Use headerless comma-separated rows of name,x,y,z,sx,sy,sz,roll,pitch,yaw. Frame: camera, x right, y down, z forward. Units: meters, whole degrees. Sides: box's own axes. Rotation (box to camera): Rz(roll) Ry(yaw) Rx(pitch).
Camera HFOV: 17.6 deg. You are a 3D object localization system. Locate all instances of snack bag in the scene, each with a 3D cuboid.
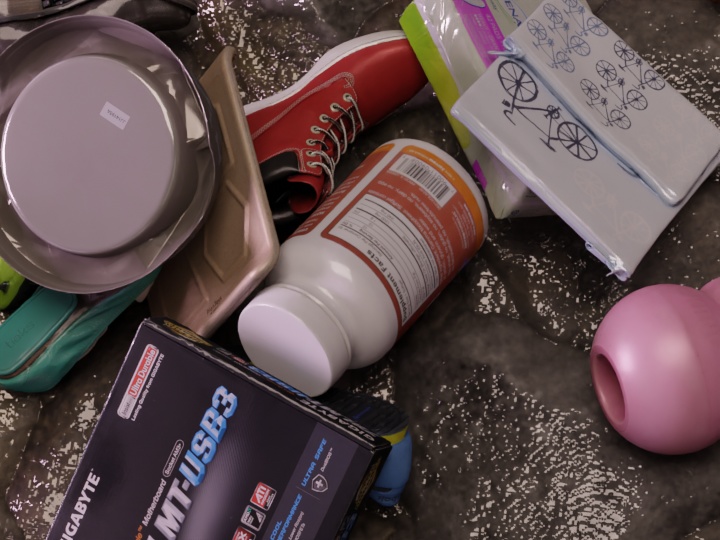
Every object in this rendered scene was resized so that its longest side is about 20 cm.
snack bag,0.172,-0.108,1.735,0.189,0.021,0.200,44,45,0

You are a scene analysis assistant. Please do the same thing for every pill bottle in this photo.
pill bottle,0.000,0.000,1.720,0.112,0.113,0.200,31,52,17

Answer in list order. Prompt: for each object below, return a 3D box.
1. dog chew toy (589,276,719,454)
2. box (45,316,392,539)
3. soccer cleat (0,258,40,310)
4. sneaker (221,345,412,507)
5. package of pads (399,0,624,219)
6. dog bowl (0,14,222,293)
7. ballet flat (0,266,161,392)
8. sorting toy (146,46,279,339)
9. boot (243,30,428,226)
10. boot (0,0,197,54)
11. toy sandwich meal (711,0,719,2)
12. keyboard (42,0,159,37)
dog chew toy,0.272,0.058,1.701,0.198,0.125,0.125,-16,63,-13
box,-0.106,0.165,1.657,0.198,0.050,0.201,28,99,14
soccer cleat,-0.217,-0.047,1.785,0.201,0.081,0.068,-57,39,15
sneaker,-0.048,0.117,1.719,0.199,0.079,0.066,22,33,32
package of pads,0.138,-0.136,1.798,0.154,0.068,0.201,-4,58,-37
dog bowl,-0.190,-0.084,1.696,0.198,0.059,0.202,0,91,18
ballet flat,-0.203,0.016,1.764,0.200,0.070,0.067,-44,63,1
sorting toy,-0.118,-0.039,1.751,0.036,0.185,0.201,7,56,-30
boot,-0.016,-0.105,1.789,0.199,0.073,0.144,-29,31,-4
boot,-0.220,-0.133,1.845,0.198,0.069,0.176,-7,85,-10
toy sandwich meal,0.276,-0.317,1.918,0.203,0.070,0.207,-4,61,6
keyboard,-0.245,-0.216,1.921,0.126,0.021,0.201,-22,65,-7
